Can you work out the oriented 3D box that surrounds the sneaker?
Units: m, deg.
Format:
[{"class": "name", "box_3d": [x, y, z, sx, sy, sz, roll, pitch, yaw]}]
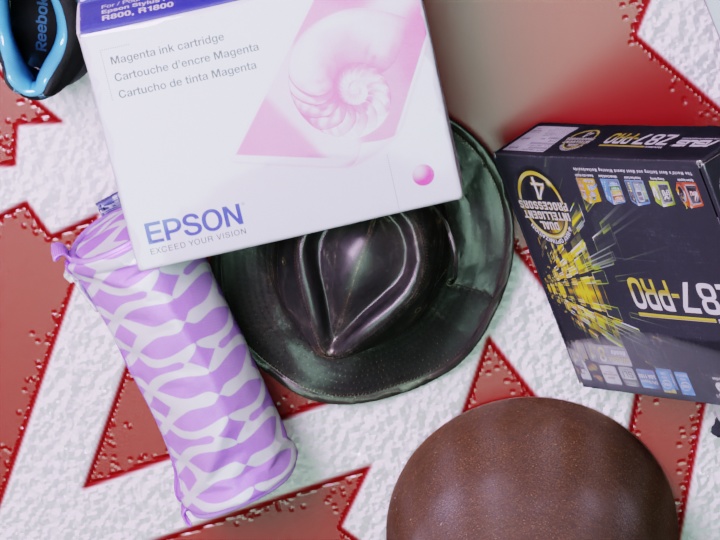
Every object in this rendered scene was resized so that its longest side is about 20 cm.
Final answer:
[{"class": "sneaker", "box_3d": [-0.182, -0.197, 1.650, 0.073, 0.082, 0.201, -1, 108, 7]}]

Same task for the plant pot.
[{"class": "plant pot", "box_3d": [0.103, 0.201, 1.711, 0.185, 0.200, 0.188, 1, 110, 3]}]

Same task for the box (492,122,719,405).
[{"class": "box", "box_3d": [0.175, -0.005, 1.647, 0.049, 0.200, 0.162, -33, 111, -27]}]

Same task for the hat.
[{"class": "hat", "box_3d": [0.000, 0.000, 1.709, 0.199, 0.081, 0.202, 1, 110, 2]}]

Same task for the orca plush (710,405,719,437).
[{"class": "orca plush", "box_3d": [0.228, 0.005, 1.705, 0.071, 0.105, 0.201, -28, 102, -21]}]

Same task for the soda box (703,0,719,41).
[{"class": "soda box", "box_3d": [0.245, -0.135, 1.657, 0.068, 0.064, 0.201, -21, 107, 10]}]

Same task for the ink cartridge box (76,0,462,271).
[{"class": "ink cartridge box", "box_3d": [-0.056, -0.116, 1.622, 0.195, 0.043, 0.201, -13, 108, 2]}]

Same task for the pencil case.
[{"class": "pencil case", "box_3d": [-0.111, 0.052, 1.731, 0.085, 0.084, 0.201, -28, 106, -7]}]
